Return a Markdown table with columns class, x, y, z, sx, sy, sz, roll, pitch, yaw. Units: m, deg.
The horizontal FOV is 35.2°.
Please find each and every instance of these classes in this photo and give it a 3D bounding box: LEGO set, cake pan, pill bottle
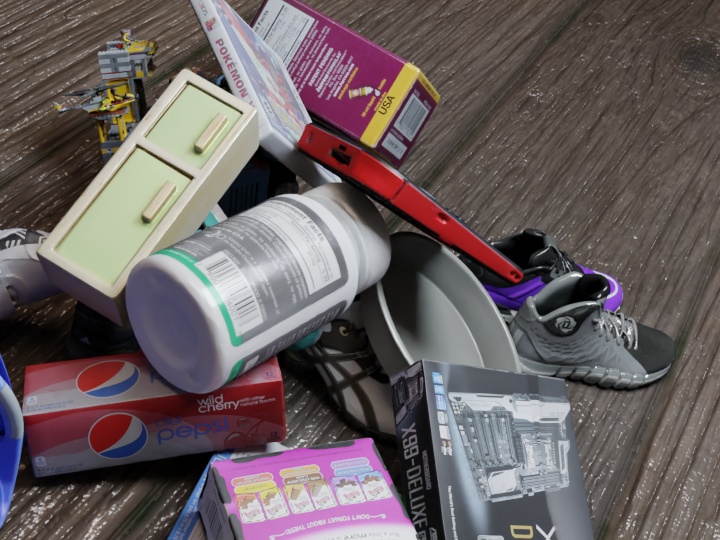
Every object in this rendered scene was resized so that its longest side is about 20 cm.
| class | x | y | z | sx | sy | sz | roll | pitch | yaw |
| --- | --- | --- | --- | --- | --- | --- | --- | --- | --- |
| LEGO set | -0.185 | -0.169 | 1.069 | 0.154 | 0.116 | 0.200 | -3 | 23 | 7 |
| cake pan | 0.071 | 0.058 | 1.030 | 0.200 | 0.037 | 0.200 | 36 | 35 | -31 |
| pill bottle | -0.075 | 0.006 | 0.897 | 0.113 | 0.113 | 0.200 | 40 | 45 | 23 |

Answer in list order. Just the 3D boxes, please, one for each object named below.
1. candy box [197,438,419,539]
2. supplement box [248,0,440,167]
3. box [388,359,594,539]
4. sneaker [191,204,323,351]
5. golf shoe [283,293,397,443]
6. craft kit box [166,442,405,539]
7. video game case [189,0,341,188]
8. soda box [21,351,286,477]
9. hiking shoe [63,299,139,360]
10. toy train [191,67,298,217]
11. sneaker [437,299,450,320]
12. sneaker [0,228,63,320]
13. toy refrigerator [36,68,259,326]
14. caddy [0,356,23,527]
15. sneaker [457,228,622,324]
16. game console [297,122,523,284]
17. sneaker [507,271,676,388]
| class | x | y | z | sx | sy | sz | roll | pitch | yaw |
| --- | --- | --- | --- | --- | --- | --- | --- | --- | --- |
| candy box | -0.022 | 0.222 | 0.807 | 0.136 | 0.061 | 0.200 | -4 | 45 | -26 |
| supplement box | -0.026 | -0.215 | 1.284 | 0.200 | 0.103 | 0.131 | 32 | 4 | 16 |
| box | 0.108 | 0.179 | 0.901 | 0.158 | 0.050 | 0.200 | 11 | 61 | -33 |
| sneaker | -0.121 | 0.002 | 0.987 | 0.200 | 0.071 | 0.080 | 43 | 21 | 5 |
| golf shoe | 0.000 | 0.076 | 1.019 | 0.200 | 0.095 | 0.078 | 34 | 41 | 15 |
| craft kit box | -0.049 | 0.231 | 0.865 | 0.197 | 0.049 | 0.200 | 21 | 40 | 5 |
| video game case | -0.088 | -0.171 | 1.100 | 0.182 | 0.023 | 0.200 | 64 | 11 | 20 |
| soda box | -0.163 | 0.106 | 0.902 | 0.200 | 0.063 | 0.070 | -8 | 31 | -10 |
| hiking shoe | -0.194 | 0.001 | 1.019 | 0.076 | 0.101 | 0.200 | 22 | 40 | 2 |
| toy train | -0.143 | -0.137 | 1.208 | 0.114 | 0.087 | 0.200 | -16 | 51 | -27 |
| sneaker | 0.000 | 0.000 | 1.102 | 0.200 | 0.092 | 0.076 | 24 | 39 | 1 |
| sneaker | -0.323 | 0.036 | 0.930 | 0.200 | 0.075 | 0.115 | -8 | 48 | 0 |
| toy refrigerator | -0.168 | -0.062 | 0.921 | 0.076 | 0.070 | 0.200 | 31 | 68 | 9 |
| caddy | -0.294 | 0.103 | 0.803 | 0.105 | 0.200 | 0.141 | -5 | 42 | -2 |
| sneaker | 0.190 | 0.005 | 1.164 | 0.200 | 0.100 | 0.070 | 4 | 45 | -17 |
| game console | 0.039 | -0.062 | 0.991 | 0.177 | 0.031 | 0.200 | 31 | 3 | -26 |
| sneaker | 0.242 | 0.054 | 1.119 | 0.200 | 0.116 | 0.075 | 1 | 43 | -20 |
